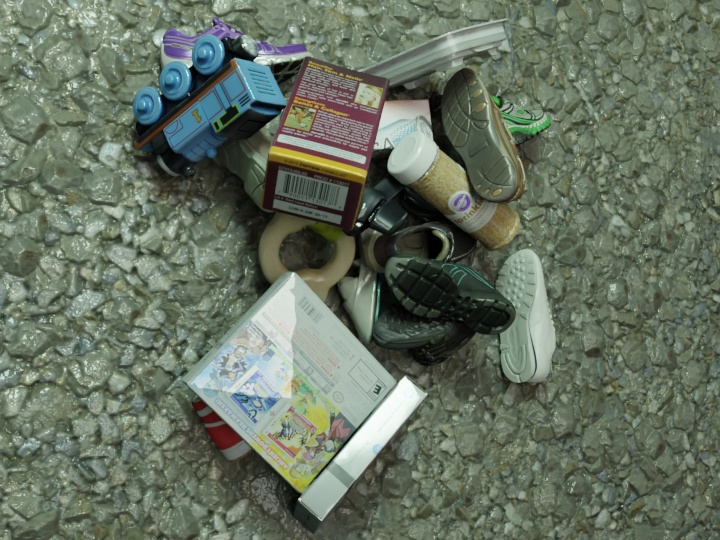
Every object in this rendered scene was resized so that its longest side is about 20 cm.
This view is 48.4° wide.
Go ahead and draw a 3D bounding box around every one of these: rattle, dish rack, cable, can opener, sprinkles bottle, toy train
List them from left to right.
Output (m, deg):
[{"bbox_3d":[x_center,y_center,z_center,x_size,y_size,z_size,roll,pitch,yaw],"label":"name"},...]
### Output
[{"bbox_3d":[-0.187,-0.192,0.954,0.087,0.200,0.115,-5,67,-61],"label":"toy train"},{"bbox_3d":[-0.091,-0.014,1.073,0.130,0.143,0.201,-10,125,-31],"label":"rattle"},{"bbox_3d":[0.023,-0.084,1.034,0.079,0.200,0.063,41,112,-2],"label":"can opener"},{"bbox_3d":[0.090,-0.277,1.070,0.171,0.200,0.044,-28,101,-47],"label":"dish rack"},{"bbox_3d":[0.120,-0.162,1.181,0.163,0.051,0.201,-15,95,-21],"label":"cable"},{"bbox_3d":[0.128,-0.104,1.079,0.200,0.068,0.068,34,71,-28],"label":"sprinkles bottle"}]

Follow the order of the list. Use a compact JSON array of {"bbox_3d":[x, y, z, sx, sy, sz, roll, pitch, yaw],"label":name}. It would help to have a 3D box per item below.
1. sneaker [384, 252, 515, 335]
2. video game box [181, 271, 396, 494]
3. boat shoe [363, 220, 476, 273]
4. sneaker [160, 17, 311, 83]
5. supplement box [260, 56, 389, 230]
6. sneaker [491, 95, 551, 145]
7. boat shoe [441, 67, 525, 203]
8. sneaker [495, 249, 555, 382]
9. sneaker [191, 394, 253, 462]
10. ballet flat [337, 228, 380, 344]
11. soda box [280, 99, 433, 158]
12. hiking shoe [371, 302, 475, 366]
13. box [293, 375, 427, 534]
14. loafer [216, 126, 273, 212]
[{"bbox_3d":[0.110,0.024,1.052,0.200,0.079,0.075,26,115,-27],"label":"sneaker"},{"bbox_3d":[-0.082,0.135,0.972,0.182,0.047,0.200,-47,108,-18],"label":"video game box"},{"bbox_3d":[0.096,-0.031,1.092,0.200,0.065,0.072,-5,93,-40],"label":"boat shoe"},{"bbox_3d":[-0.158,-0.287,1.038,0.199,0.081,0.084,-6,82,-25],"label":"sneaker"},{"bbox_3d":[-0.039,-0.153,0.943,0.110,0.086,0.200,15,46,-2],"label":"supplement box"},{"bbox_3d":[0.219,-0.224,1.182,0.200,0.078,0.085,-29,93,-56],"label":"sneaker"},{"bbox_3d":[0.165,-0.176,1.071,0.072,0.076,0.201,10,61,-51],"label":"boat shoe"},{"bbox_3d":[0.256,0.069,1.214,0.080,0.076,0.201,2,89,-37],"label":"sneaker"},{"bbox_3d":[-0.120,0.136,1.018,0.200,0.071,0.113,-40,106,-21],"label":"sneaker"},{"bbox_3d":[0.000,0.000,1.100,0.069,0.069,0.201,14,75,-24],"label":"ballet flat"},{"bbox_3d":[-0.006,-0.189,1.086,0.199,0.064,0.069,-5,87,-13],"label":"soda box"},{"bbox_3d":[0.092,0.096,1.096,0.200,0.076,0.101,-6,125,-40],"label":"hiking shoe"},{"bbox_3d":[-0.004,0.237,1.018,0.041,0.156,0.200,38,67,10],"label":"box"},{"bbox_3d":[-0.134,-0.153,1.013,0.063,0.072,0.200,-14,57,-37],"label":"loafer"}]
